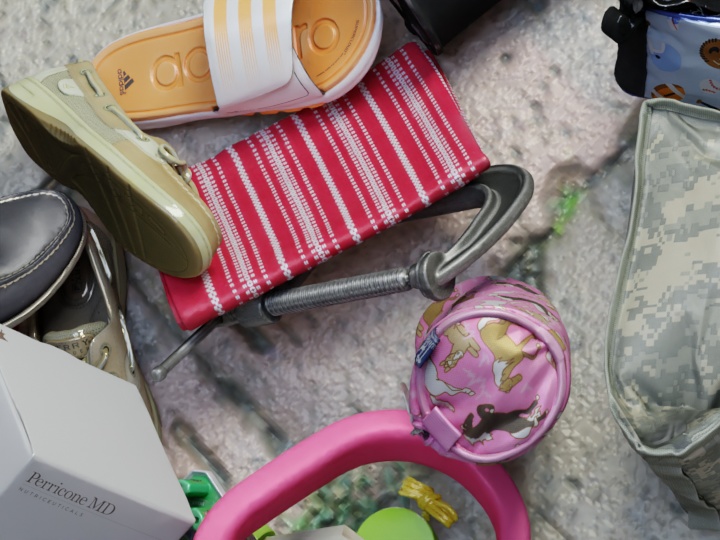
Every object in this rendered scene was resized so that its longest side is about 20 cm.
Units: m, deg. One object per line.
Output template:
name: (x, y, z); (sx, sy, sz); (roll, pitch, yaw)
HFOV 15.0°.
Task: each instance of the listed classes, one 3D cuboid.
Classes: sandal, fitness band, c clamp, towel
sandal: (-0.084, -0.125, 1.602); (0.206, 0.059, 0.079); (-15, 80, 26)
fitness band: (0.001, 0.151, 1.453); (0.200, 0.037, 0.144); (-31, 61, -31)
c clamp: (0.000, 0.000, 1.524); (0.200, 0.027, 0.171); (-14, 25, 34)
towel: (-0.032, -0.051, 1.571); (0.200, 0.022, 0.145); (-28, 35, 4)

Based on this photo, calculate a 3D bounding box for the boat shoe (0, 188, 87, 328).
boat shoe: (-0.238, 0.004, 1.527); (0.200, 0.063, 0.073); (-29, 64, -22)

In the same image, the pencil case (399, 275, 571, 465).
pencil case: (0.068, 0.050, 1.458); (0.086, 0.200, 0.083); (8, 96, 3)

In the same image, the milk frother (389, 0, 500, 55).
milk frother: (0.056, -0.262, 1.561); (0.188, 0.200, 0.181); (-37, 64, 0)

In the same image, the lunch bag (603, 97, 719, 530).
lunch bag: (0.197, 0.030, 1.448); (0.117, 0.164, 0.200); (6, 75, 19)

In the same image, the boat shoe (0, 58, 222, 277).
boat shoe: (-0.133, -0.065, 1.572); (0.063, 0.073, 0.201); (-32, 40, -20)

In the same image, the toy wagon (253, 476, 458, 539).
toy wagon: (-0.015, 0.205, 1.513); (0.155, 0.040, 0.200); (36, 83, 21)

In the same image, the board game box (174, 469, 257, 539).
board game box: (-0.106, 0.245, 1.493); (0.200, 0.026, 0.200); (-44, 66, 20)

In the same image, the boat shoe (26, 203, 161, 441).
boat shoe: (-0.162, 0.053, 1.585); (0.072, 0.065, 0.200); (-12, 70, 10)

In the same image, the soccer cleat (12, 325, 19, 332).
soccer cleat: (-0.259, -0.002, 1.626); (0.085, 0.069, 0.200); (-41, 62, 34)

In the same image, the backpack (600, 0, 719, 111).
backpack: (0.246, -0.146, 1.485); (0.190, 0.154, 0.200); (8, 51, 23)

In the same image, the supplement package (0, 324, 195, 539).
supplement package: (-0.209, 0.147, 1.489); (0.200, 0.121, 0.120); (-48, 42, 17)
